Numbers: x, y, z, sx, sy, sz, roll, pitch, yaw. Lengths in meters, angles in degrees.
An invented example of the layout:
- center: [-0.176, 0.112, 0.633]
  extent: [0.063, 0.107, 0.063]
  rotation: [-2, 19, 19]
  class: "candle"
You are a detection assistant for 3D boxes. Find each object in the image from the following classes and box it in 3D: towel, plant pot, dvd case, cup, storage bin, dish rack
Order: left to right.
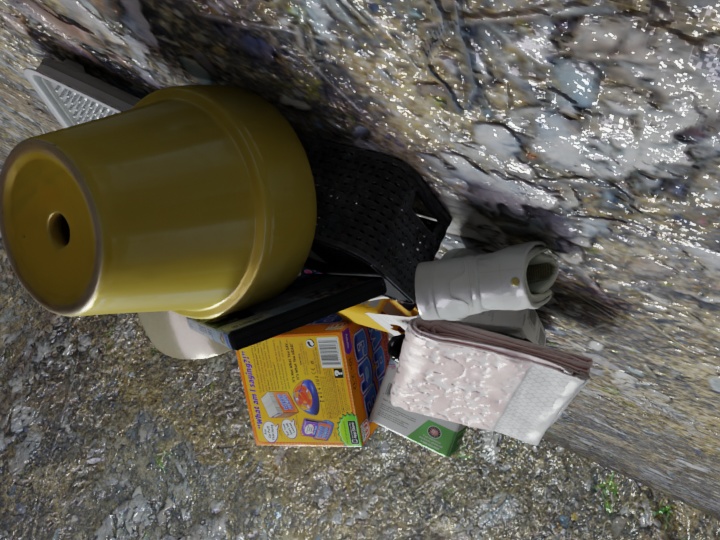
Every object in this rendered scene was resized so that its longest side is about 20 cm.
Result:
- center: [-0.267, -0.167, 0.824]
  extent: [0.200, 0.044, 0.172]
  rotation: [25, 165, 5]
  class: "dish rack"
- center: [-0.168, -0.047, 0.580]
  extent: [0.200, 0.201, 0.189]
  rotation: [20, -157, 29]
  class: "plant pot"
- center: [-0.187, -0.021, 0.818]
  extent: [0.200, 0.200, 0.143]
  rotation: [17, 145, 40]
  class: "cup"
- center: [-0.078, 0.033, 0.677]
  extent: [0.200, 0.142, 0.018]
  rotation: [1, 109, 67]
  class: "dvd case"
- center: [-0.030, -0.054, 0.699]
  extent: [0.200, 0.094, 0.135]
  rotation: [19, 168, 32]
  class: "storage bin"
- center: [0.133, 0.128, 0.796]
  extent: [0.190, 0.032, 0.200]
  rotation: [14, 147, 4]
  class: "towel"

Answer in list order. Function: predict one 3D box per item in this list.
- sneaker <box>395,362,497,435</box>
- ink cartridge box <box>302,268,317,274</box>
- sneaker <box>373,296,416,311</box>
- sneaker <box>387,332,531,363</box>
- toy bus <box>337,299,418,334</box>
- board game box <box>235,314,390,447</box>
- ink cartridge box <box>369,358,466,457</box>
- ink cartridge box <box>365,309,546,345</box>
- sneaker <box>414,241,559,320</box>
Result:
- center: [0.130, 0.178, 1.074]
  extent: [0.200, 0.082, 0.075]
  rotation: [24, -167, 31]
  class: "sneaker"
- center: [-0.132, 0.017, 1.242]
  extent: [0.200, 0.037, 0.095]
  rotation: [-20, 139, 40]
  class: "ink cartridge box"
- center: [0.000, 0.000, 0.961]
  extent: [0.200, 0.071, 0.073]
  rotation: [17, 167, 40]
  class: "sneaker"
- center: [0.110, 0.101, 0.850]
  extent: [0.090, 0.067, 0.200]
  rotation: [19, 164, -41]
  class: "sneaker"
- center: [0.030, 0.043, 1.062]
  extent: [0.065, 0.078, 0.200]
  rotation: [41, 164, -27]
  class: "toy bus"
- center: [-0.070, 0.169, 1.249]
  extent: [0.199, 0.201, 0.200]
  rotation: [-4, -166, 22]
  class: "board game box"
- center: [0.121, 0.176, 1.168]
  extent: [0.145, 0.200, 0.084]
  rotation: [22, -174, 22]
  class: "ink cartridge box"
- center: [0.127, 0.066, 0.925]
  extent: [0.199, 0.050, 0.161]
  rotation: [6, 163, 24]
  class: "ink cartridge box"
- center: [0.131, 0.011, 0.680]
  extent: [0.115, 0.074, 0.200]
  rotation: [-7, -176, 19]
  class: "sneaker"
